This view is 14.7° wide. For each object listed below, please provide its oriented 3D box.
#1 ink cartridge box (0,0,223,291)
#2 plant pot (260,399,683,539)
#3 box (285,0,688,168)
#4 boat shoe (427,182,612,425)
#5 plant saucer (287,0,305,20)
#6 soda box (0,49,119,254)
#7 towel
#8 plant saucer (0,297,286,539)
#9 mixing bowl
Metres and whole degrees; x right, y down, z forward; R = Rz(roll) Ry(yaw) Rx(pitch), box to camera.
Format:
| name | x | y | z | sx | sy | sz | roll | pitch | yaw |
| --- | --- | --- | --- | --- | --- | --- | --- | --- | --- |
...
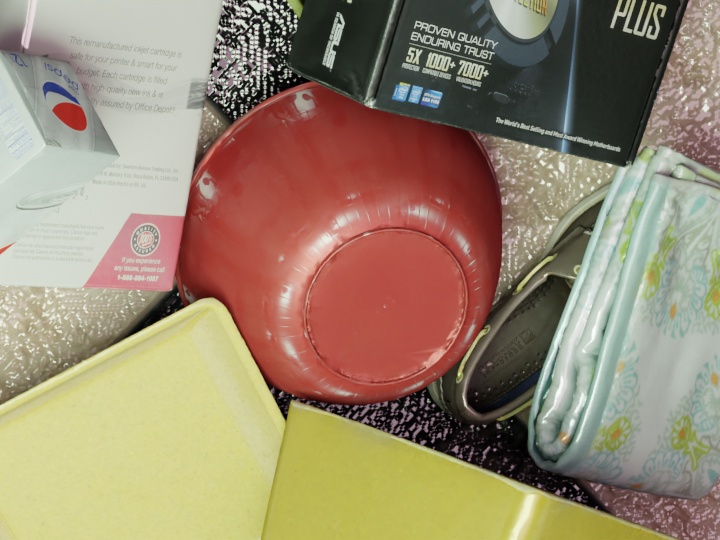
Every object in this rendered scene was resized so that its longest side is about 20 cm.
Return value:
| name | x | y | z | sx | sy | sz | roll | pitch | yaw |
| --- | --- | --- | --- | --- | --- | --- | --- | --- | --- |
| ink cartridge box | -0.161 | -0.094 | 1.539 | 0.146 | 0.083 | 0.200 | 3 | 99 | -49 |
| plant pot | 0.051 | 0.210 | 1.570 | 0.194 | 0.195 | 0.200 | 23 | 87 | -47 |
| box | 0.081 | -0.160 | 1.554 | 0.200 | 0.086 | 0.164 | 12 | 101 | -37 |
| boat shoe | 0.126 | 0.018 | 1.672 | 0.200 | 0.060 | 0.072 | -41 | 105 | -5 |
| plant saucer | 0.027 | -0.220 | 1.588 | 0.200 | 0.048 | 0.200 | -40 | 131 | -5 |
| soda box | -0.223 | -0.030 | 1.443 | 0.200 | 0.068 | 0.064 | -37 | 70 | 22 |
| towel | 0.188 | 0.036 | 1.659 | 0.171 | 0.048 | 0.200 | 16 | 96 | -47 |
| plant saucer | -0.133 | 0.130 | 1.610 | 0.200 | 0.048 | 0.200 | -28 | 116 | -3 |
| mixing bowl | 0.000 | 0.000 | 1.590 | 0.200 | 0.108 | 0.201 | -6 | 113 | -13 |
